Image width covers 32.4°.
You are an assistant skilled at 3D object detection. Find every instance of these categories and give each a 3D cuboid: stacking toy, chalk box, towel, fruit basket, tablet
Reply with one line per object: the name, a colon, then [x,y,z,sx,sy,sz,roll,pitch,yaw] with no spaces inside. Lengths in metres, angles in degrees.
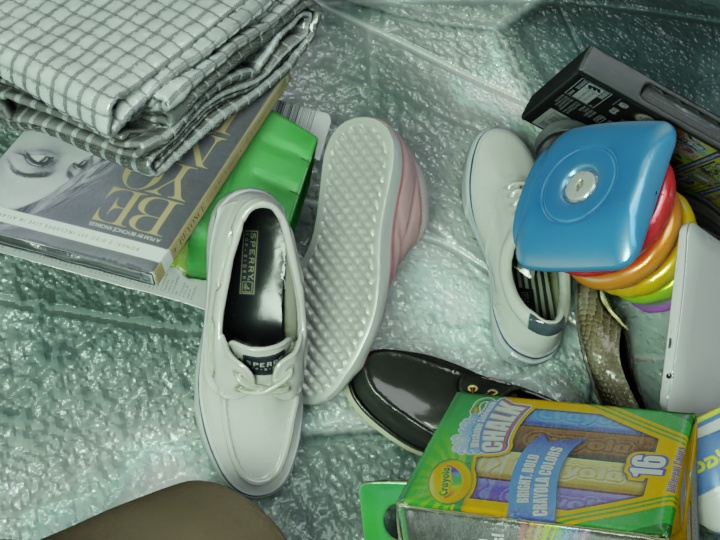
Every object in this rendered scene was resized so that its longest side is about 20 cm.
stacking toy: [0.212,-0.012,0.897,0.200,0.109,0.117,35,68,-36]
chalk box: [0.098,0.160,0.758,0.199,0.125,0.124,4,29,23]
towel: [-0.144,-0.152,0.817,0.165,0.086,0.200,25,53,25]
fruit basket: [-0.137,-0.060,0.871,0.199,0.094,0.186,12,58,5]
tablet: [0.267,0.052,0.892,0.200,0.014,0.131,20,76,-49]

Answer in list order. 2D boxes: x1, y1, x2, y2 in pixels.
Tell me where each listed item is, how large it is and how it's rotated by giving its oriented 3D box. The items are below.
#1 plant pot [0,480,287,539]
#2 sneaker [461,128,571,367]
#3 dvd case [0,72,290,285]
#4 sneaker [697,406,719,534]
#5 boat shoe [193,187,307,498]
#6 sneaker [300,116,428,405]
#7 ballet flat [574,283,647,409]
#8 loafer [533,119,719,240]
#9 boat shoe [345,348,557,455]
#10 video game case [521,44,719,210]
plant pot: [-0.124,0.206,0.675,0.200,0.200,0.174,44,39,8]
sneaker: [0.127,-0.030,0.940,0.073,0.071,0.201,0,63,-19]
dvd case: [-0.153,-0.082,0.819,0.148,0.016,0.201,14,52,18]
sneaker: [0.280,0.150,0.866,0.199,0.074,0.083,12,49,-43]
boat shoe: [-0.064,0.050,0.782,0.071,0.066,0.201,3,96,-15]
sneaker: [0.000,0.000,0.880,0.075,0.105,0.201,13,86,21]
ballet flat: [0.199,0.098,0.896,0.067,0.046,0.201,26,47,-58]
loafer: [0.215,-0.038,0.962,0.199,0.072,0.063,32,41,-14]
boat shoe: [0.087,0.103,0.861,0.200,0.063,0.074,26,60,-3]
video game case: [0.224,-0.099,0.945,0.180,0.200,0.026,29,86,-2]
